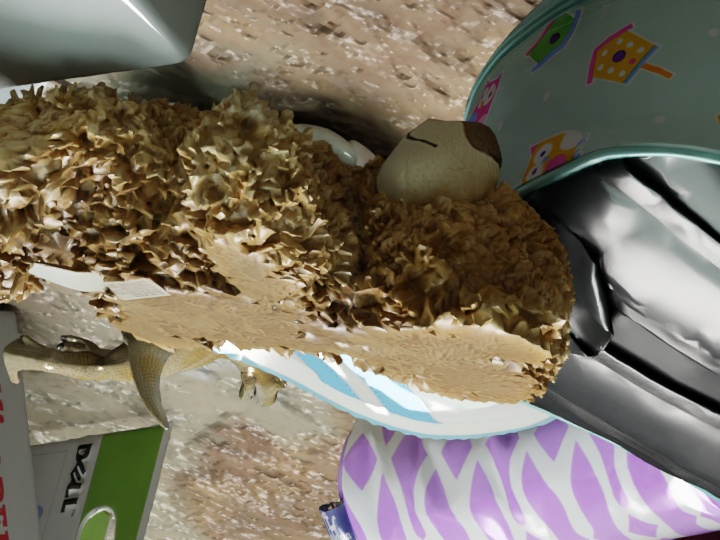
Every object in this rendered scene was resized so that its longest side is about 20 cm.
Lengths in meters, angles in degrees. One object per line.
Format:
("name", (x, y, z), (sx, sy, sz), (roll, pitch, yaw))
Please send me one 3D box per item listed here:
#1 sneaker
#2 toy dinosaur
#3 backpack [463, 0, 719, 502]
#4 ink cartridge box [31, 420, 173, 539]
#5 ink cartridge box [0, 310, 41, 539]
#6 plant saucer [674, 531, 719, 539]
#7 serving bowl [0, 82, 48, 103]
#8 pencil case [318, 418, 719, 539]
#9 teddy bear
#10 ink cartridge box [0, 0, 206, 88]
("sneaker", (0.000, 0.000, 1.002), (0.199, 0.077, 0.081), (16, 149, -6))
("toy dinosaur", (-0.078, 0.023, 1.069), (0.100, 0.059, 0.200), (10, -179, 12))
("backpack", (0.123, -0.015, 0.837), (0.199, 0.154, 0.176), (18, 151, -19))
("ink cartridge box", (-0.151, 0.158, 1.268), (0.199, 0.149, 0.076), (-11, 143, 38))
("ink cartridge box", (-0.247, 0.099, 1.144), (0.199, 0.146, 0.144), (6, 156, -34))
("plant saucer", (0.132, 0.134, 1.062), (0.200, 0.201, 0.051), (-22, 115, 47))
("serving bowl", (-0.182, -0.118, 0.888), (0.199, 0.066, 0.200), (11, 151, 6))
("pencil case", (0.080, 0.066, 1.080), (0.199, 0.084, 0.086), (-14, 96, 40))
("teddy bear", (-0.040, -0.018, 0.743), (0.199, 0.067, 0.145), (6, 161, 19))
("ink cartridge box", (-0.105, -0.161, 0.697), (0.082, 0.147, 0.200), (-5, 146, 30))
